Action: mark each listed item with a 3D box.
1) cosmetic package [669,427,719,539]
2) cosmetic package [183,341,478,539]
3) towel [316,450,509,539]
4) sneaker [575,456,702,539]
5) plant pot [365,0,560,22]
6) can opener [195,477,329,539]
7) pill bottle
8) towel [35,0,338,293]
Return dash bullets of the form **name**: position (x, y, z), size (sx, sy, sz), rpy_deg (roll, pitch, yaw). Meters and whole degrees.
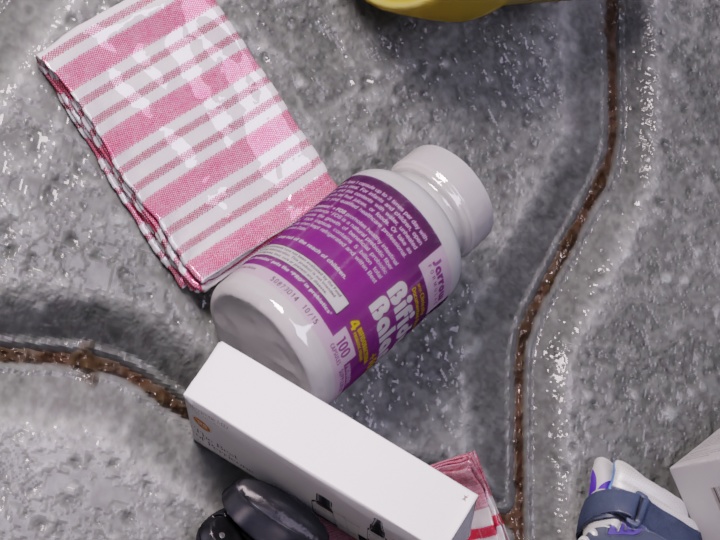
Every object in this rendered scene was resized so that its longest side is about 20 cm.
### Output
- **cosmetic package**: position (0.346, 0.139, 1.397), size (0.199, 0.107, 0.085), rpy_deg (-27, 94, -40)
- **cosmetic package**: position (-0.021, 0.129, 1.181), size (0.199, 0.083, 0.051), rpy_deg (30, 66, 14)
- **towel**: position (0.049, 0.239, 1.236), size (0.143, 0.023, 0.202), rpy_deg (-21, 92, 15)
- **sneaker**: position (0.165, 0.208, 1.324), size (0.198, 0.081, 0.147), rpy_deg (6, 53, -23)
- **plant pot**: position (0.104, -0.278, 1.322), size (0.188, 0.200, 0.203), rpy_deg (4, 79, -42)
- **can opener**: position (-0.025, 0.223, 1.204), size (0.200, 0.079, 0.063), rpy_deg (41, 60, -2)
- **pill bottle**: position (0.000, 0.000, 1.251), size (0.200, 0.112, 0.113), rpy_deg (-40, 100, -27)
- **towel**: position (-0.116, -0.102, 1.254), size (0.146, 0.030, 0.201), rpy_deg (-37, 99, -29)
